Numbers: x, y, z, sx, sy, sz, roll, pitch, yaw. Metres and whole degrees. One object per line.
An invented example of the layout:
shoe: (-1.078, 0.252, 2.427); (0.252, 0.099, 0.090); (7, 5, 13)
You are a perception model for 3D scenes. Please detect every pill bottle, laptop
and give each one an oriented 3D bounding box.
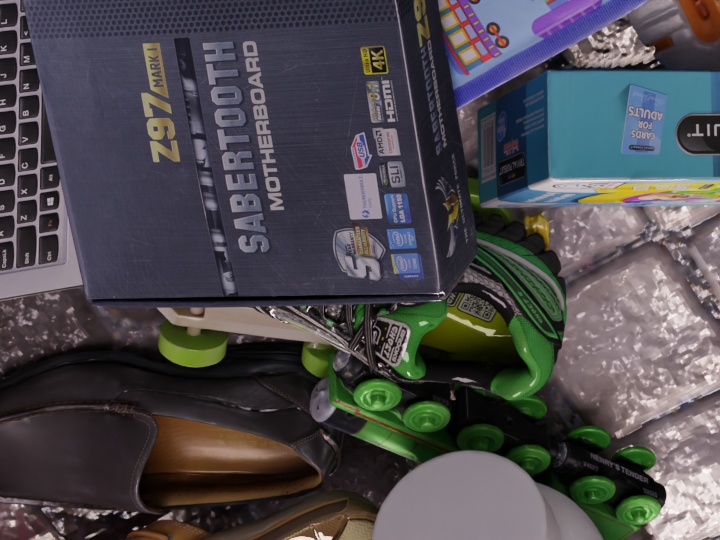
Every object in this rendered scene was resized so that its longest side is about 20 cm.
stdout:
pill bottle: (0.073, 0.167, 1.316); (0.110, 0.112, 0.200); (-18, 144, 9)
laptop: (-0.134, -0.059, 1.137); (0.199, 0.116, 0.189); (-10, 113, -34)

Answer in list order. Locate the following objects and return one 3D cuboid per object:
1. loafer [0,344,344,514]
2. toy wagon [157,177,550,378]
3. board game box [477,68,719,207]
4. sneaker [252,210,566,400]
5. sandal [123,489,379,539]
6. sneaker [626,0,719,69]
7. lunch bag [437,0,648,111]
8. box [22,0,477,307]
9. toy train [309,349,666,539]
loafer: (-0.105, 0.082, 1.326); (0.198, 0.072, 0.073); (-10, 120, 5)
toy wagon: (-0.013, -0.024, 1.286); (0.198, 0.040, 0.156); (6, 120, -5)
board game box: (0.161, -0.054, 1.193); (0.198, 0.151, 0.047); (0, 88, -8)
sneaker: (0.000, 0.000, 1.228); (0.199, 0.085, 0.078); (15, 118, -10)
sandal: (-0.081, 0.142, 1.325); (0.199, 0.054, 0.080); (-24, 142, 11)
sneaker: (0.113, -0.177, 1.182); (0.078, 0.077, 0.201); (-21, 100, 18)
lunch bag: (0.003, -0.133, 1.127); (0.199, 0.094, 0.151); (-29, 96, 17)
box: (-0.047, -0.086, 1.089); (0.157, 0.051, 0.201); (0, 113, 22)
toy train: (0.060, 0.082, 1.324); (0.199, 0.042, 0.056); (25, 135, -29)
